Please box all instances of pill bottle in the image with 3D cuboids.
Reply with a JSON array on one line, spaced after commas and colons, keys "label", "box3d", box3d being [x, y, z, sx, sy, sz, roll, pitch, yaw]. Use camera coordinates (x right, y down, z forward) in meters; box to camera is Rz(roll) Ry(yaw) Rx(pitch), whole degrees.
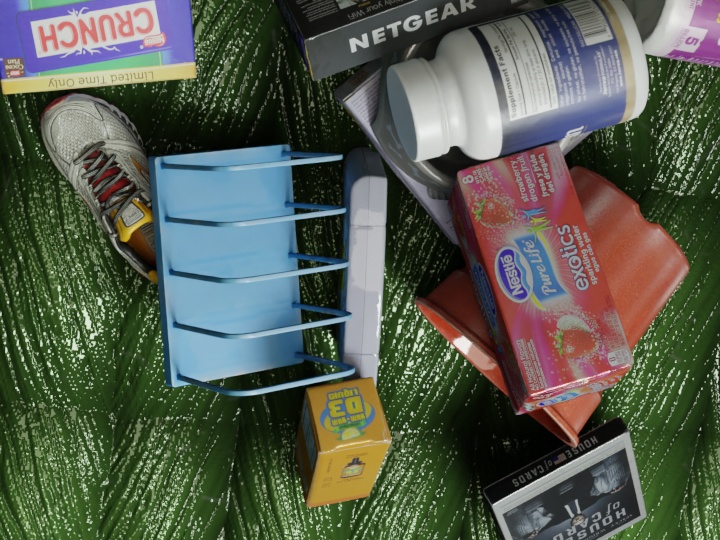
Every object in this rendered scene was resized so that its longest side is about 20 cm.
[{"label": "pill bottle", "box3d": [0.352, -0.240, 1.470, 0.199, 0.112, 0.113, 7, 106, -15]}, {"label": "pill bottle", "box3d": [0.128, -0.155, 1.330, 0.199, 0.111, 0.112, -16, 110, -8]}]

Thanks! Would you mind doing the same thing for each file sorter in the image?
[{"label": "file sorter", "box3d": [-0.087, -0.003, 1.378, 0.138, 0.122, 0.202, -9, 99, -35]}]

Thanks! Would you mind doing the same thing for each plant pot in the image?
[{"label": "plant pot", "box3d": [0.187, 0.023, 1.480, 0.201, 0.201, 0.195, 43, 86, -21]}]

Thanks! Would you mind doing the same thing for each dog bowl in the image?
[{"label": "dog bowl", "box3d": [0.106, -0.159, 1.414, 0.199, 0.059, 0.201, -4, 107, -13]}]

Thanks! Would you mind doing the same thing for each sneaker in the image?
[{"label": "sneaker", "box3d": [-0.206, -0.070, 1.407, 0.078, 0.082, 0.200, -36, 111, 0]}]

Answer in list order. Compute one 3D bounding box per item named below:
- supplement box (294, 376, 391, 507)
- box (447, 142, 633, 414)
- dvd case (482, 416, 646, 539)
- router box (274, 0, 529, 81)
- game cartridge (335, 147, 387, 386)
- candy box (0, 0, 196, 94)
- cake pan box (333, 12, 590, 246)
[{"label": "supplement box", "box3d": [-0.019, 0.160, 1.465, 0.066, 0.200, 0.069, -9, 71, -10]}, {"label": "box", "box3d": [0.148, 0.008, 1.343, 0.095, 0.100, 0.201, -16, 77, -6]}, {"label": "dvd case", "box3d": [0.205, 0.230, 1.574, 0.150, 0.025, 0.200, -28, 144, -3]}, {"label": "router box", "box3d": [0.023, -0.261, 1.361, 0.199, 0.158, 0.052, -20, 143, -6]}, {"label": "game cartridge", "box3d": [0.000, 0.000, 1.450, 0.040, 0.133, 0.201, 0, 107, -7]}, {"label": "candy box", "box3d": [-0.232, -0.257, 1.345, 0.168, 0.077, 0.201, -7, 110, -11]}, {"label": "cake pan box", "box3d": [0.106, -0.155, 1.472, 0.200, 0.052, 0.184, -41, 113, 2]}]
